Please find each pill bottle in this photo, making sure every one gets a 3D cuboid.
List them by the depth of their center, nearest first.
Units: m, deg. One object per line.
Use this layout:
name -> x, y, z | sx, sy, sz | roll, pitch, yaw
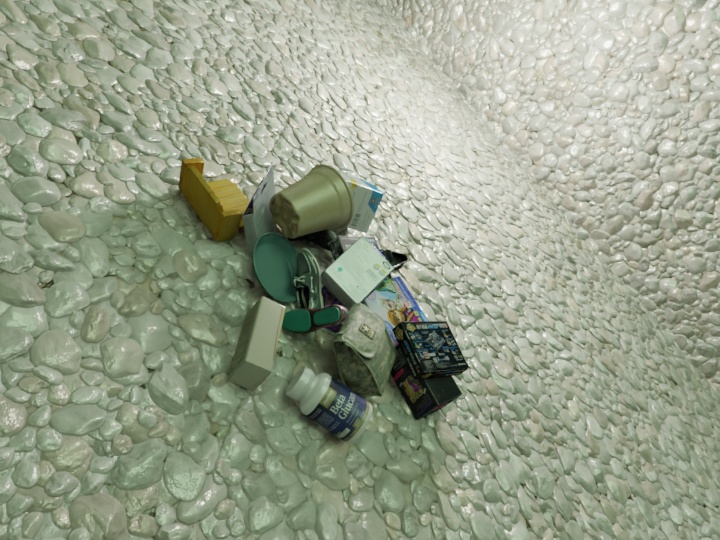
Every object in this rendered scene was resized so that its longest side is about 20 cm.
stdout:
pill bottle -> -0.078, 0.321, 1.371 | 0.199, 0.111, 0.111 | 36, 38, -10

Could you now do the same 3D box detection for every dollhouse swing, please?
dollhouse swing -> -0.374, -0.213, 1.569 | 0.175, 0.182, 0.200 | -30, 76, -33

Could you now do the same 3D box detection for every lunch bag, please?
lunch bag -> 0.007, 0.206, 1.493 | 0.201, 0.117, 0.164 | 67, 29, -26

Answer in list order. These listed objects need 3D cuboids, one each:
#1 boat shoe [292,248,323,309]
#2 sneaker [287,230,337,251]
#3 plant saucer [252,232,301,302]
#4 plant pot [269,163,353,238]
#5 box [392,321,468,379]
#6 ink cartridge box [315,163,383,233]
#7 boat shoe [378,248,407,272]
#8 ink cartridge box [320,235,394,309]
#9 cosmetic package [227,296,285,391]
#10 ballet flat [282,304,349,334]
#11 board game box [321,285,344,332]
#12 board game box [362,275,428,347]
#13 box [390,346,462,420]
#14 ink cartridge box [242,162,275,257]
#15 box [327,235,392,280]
boat shoe -> -0.151, 0.037, 1.557 | 0.062, 0.072, 0.202 | -5, 82, -51
sneaker -> -0.159, -0.108, 1.734 | 0.199, 0.076, 0.114 | 38, 39, -3
plant saucer -> -0.233, -0.005, 1.557 | 0.200, 0.036, 0.201 | 33, 46, -43
plant pot -> -0.152, -0.182, 1.618 | 0.183, 0.201, 0.201 | -29, 76, -38
box -> 0.200, 0.222, 1.597 | 0.199, 0.046, 0.160 | 3, 52, -41
ink cartridge box -> -0.061, -0.236, 1.844 | 0.199, 0.148, 0.146 | 14, 19, -34
boat shoe -> 0.079, -0.035, 1.743 | 0.199, 0.066, 0.075 | 13, 55, -49
ink cartridge box -> 0.000, 0.000, 1.602 | 0.136, 0.076, 0.200 | 45, 64, 2
cosmetic package -> -0.249, 0.174, 1.361 | 0.073, 0.104, 0.201 | 27, 41, -21
ballet flat -> -0.116, 0.129, 1.480 | 0.071, 0.199, 0.070 | 19, 63, -59
board game box -> -0.024, 0.129, 1.646 | 0.199, 0.045, 0.135 | 25, 43, -20
board game box -> 0.097, 0.125, 1.679 | 0.199, 0.041, 0.201 | -16, 68, -46
box -> 0.178, 0.305, 1.625 | 0.122, 0.106, 0.201 | -9, 62, -46
ink cartridge box -> -0.281, -0.172, 1.590 | 0.040, 0.201, 0.200 | 7, 40, 6
box -> 0.002, -0.025, 1.738 | 0.199, 0.050, 0.159 | -2, 65, -54
